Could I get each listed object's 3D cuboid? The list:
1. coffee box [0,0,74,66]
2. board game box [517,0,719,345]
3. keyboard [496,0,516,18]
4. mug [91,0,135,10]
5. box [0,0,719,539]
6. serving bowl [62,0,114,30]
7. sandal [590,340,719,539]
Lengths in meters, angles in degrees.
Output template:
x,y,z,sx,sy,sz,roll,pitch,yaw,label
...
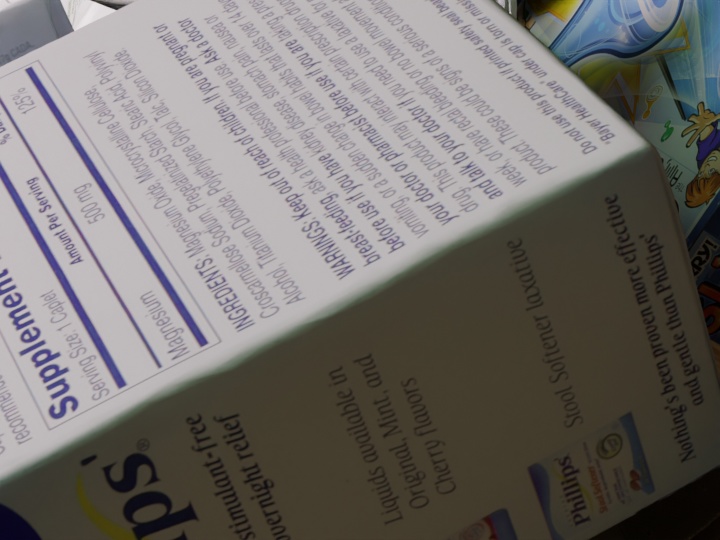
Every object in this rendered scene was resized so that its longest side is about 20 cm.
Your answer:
x,y,z,sx,sy,sz,roll,pitch,yaw,label
-0.186,-0.001,0.998,0.199,0.201,0.198,-28,23,-8,coffee box
0.094,-0.054,0.808,0.136,0.034,0.200,-57,25,8,board game box
0.003,-0.058,0.831,0.200,0.011,0.057,-42,34,54,keyboard
-0.029,-0.148,1.004,0.186,0.153,0.150,28,89,32,mug
-0.033,0.012,0.666,0.199,0.105,0.184,-26,35,-8,box
-0.120,-0.125,1.251,0.200,0.066,0.201,-42,30,32,serving bowl
0.043,0.075,0.757,0.211,0.078,0.070,-33,4,33,sandal
